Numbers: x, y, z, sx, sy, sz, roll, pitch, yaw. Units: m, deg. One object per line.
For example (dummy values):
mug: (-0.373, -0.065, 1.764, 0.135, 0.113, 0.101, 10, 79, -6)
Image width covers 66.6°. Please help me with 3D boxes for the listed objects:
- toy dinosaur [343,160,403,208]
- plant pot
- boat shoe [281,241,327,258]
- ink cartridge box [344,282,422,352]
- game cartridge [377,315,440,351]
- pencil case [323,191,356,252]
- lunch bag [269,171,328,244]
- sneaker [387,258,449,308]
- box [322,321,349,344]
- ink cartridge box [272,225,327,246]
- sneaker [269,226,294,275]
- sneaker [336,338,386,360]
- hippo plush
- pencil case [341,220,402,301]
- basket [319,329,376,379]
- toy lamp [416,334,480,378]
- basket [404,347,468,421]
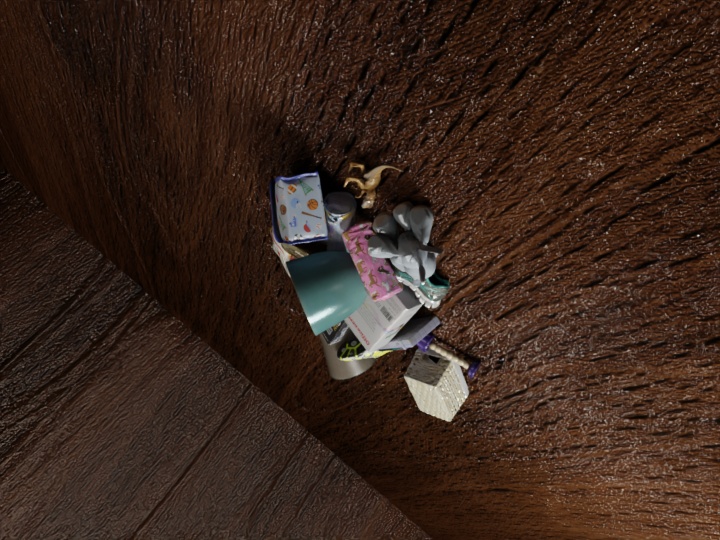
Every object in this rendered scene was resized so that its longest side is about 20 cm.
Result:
toy dinosaur: (0.023, -0.213, 1.244, 0.105, 0.061, 0.200, 17, 157, -7)
plant pot: (-0.078, 0.042, 1.395, 0.201, 0.160, 0.202, 158, 90, -85)
boat shoe: (-0.128, -0.040, 1.518, 0.199, 0.073, 0.063, 35, 142, 0)
ink cartridge box: (0.055, 0.100, 1.476, 0.145, 0.084, 0.200, 52, 129, 19)
game cartridge: (0.124, 0.184, 1.576, 0.039, 0.129, 0.200, 56, 149, -10)
pencil case: (-0.051, -0.111, 1.417, 0.082, 0.091, 0.201, -2, 146, -2)
lunch bag: (-0.162, -0.153, 1.382, 0.200, 0.123, 0.171, -155, 59, -75)
sneaker: (0.144, 0.002, 1.382, 0.200, 0.078, 0.091, 39, 135, -4)
box: (-0.100, 0.103, 1.691, 0.201, 0.050, 0.158, 56, 137, 21)
ink cartridge box: (-0.135, -0.082, 1.561, 0.145, 0.048, 0.200, -19, 116, 37)
sneaker: (-0.227, -0.064, 1.717, 0.082, 0.078, 0.201, 22, 137, 36)
sneaker: (0.021, 0.262, 1.777, 0.199, 0.076, 0.077, -15, 133, 12)
hippo plush: (0.131, -0.057, 1.269, 0.199, 0.160, 0.161, 30, 177, 31)
pencil case: (0.028, -0.024, 1.339, 0.201, 0.082, 0.086, 64, -167, 4)
basket: (-0.062, 0.248, 1.872, 0.136, 0.179, 0.201, -104, -9, -63)
toy lamp: (0.246, 0.240, 1.586, 0.199, 0.058, 0.058, 30, 150, 18)
basket: (0.231, 0.348, 1.681, 0.135, 0.124, 0.201, 12, 139, 39)
